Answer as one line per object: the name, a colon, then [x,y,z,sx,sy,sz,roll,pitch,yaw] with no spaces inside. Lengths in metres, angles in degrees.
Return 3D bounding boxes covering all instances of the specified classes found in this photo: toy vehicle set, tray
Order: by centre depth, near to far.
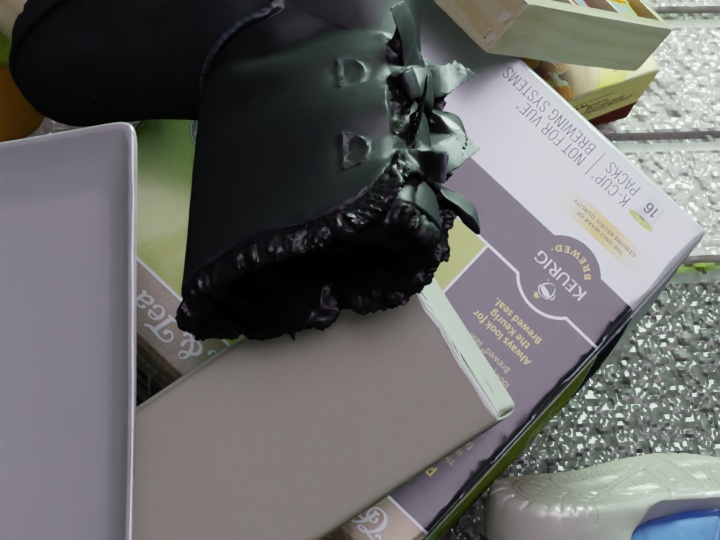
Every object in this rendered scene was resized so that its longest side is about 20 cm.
tray: [-0.118,0.052,1.022,0.022,0.107,0.201,14,72,-56]
toy vehicle set: [0.054,-0.139,1.199,0.124,0.027,0.200,46,17,15]

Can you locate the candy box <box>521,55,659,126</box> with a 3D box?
candy box: [0.042,-0.150,1.330,0.115,0.055,0.201,-20,72,-23]

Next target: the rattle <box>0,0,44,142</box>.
rattle: [-0.166,-0.155,1.221,0.130,0.143,0.201,-23,83,-40]

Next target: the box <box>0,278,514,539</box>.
box: [-0.046,0.075,1.061,0.199,0.068,0.082,-32,85,7]

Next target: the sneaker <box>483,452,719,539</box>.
sneaker: [0.124,0.143,1.212,0.199,0.076,0.112,-3,103,-47]

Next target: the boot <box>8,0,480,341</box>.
boot: [-0.049,-0.049,1.044,0.197,0.073,0.163,-18,55,24]

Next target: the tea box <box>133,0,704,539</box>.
tea box: [0.000,0.000,1.178,0.200,0.134,0.197,44,78,7]
